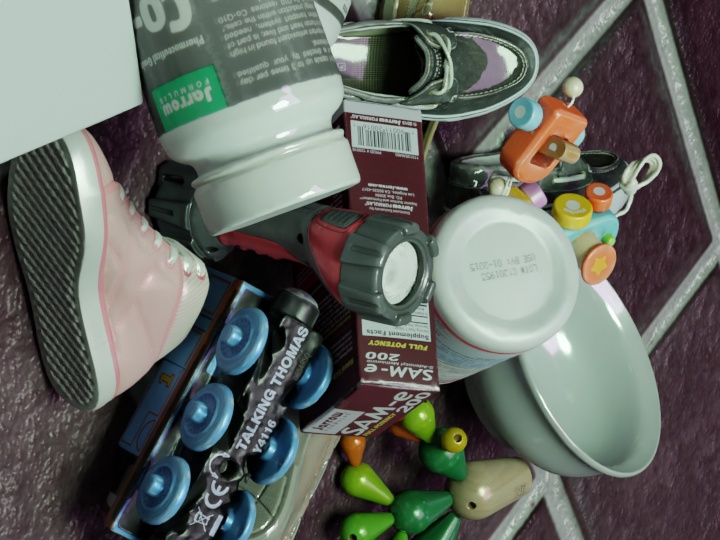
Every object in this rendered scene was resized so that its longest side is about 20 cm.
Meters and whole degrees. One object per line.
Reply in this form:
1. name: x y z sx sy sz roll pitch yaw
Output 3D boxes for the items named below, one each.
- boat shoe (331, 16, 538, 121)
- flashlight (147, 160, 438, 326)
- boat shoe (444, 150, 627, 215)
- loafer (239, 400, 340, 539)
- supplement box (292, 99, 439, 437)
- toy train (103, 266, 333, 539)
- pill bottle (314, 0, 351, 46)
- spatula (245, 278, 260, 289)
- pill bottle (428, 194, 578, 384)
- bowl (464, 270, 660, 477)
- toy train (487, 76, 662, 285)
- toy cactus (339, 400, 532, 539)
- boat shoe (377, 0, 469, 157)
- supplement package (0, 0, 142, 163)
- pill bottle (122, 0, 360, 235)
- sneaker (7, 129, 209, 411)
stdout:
1. boat shoe: 0.035 -0.135 1.436 0.200 0.071 0.072 -6 94 -18
2. flashlight: -0.046 -0.017 1.338 0.068 0.200 0.068 30 77 -50
3. boat shoe: 0.145 -0.073 1.645 0.200 0.072 0.071 -18 118 -45
4. loafer: -0.049 0.118 1.476 0.063 0.072 0.200 73 34 -52
5. supplement box: 0.000 0.000 1.406 0.061 0.109 0.200 7 67 -22
6. toy train: -0.096 0.096 1.367 0.087 0.114 0.200 31 83 -35
7. pill bottle: -0.054 -0.205 1.341 0.116 0.116 0.200 30 78 -50
8. spatula: -0.104 0.100 1.444 0.057 0.021 0.200 23 81 -57
9. pill bottle: 0.064 0.020 1.479 0.109 0.200 0.109 4 77 -19
10. bowl: 0.144 0.081 1.658 0.201 0.090 0.201 36 41 -38
11. toy train: 0.156 -0.052 1.549 0.150 0.056 0.200 -50 144 14
12. toy cactus: 0.061 0.176 1.593 0.165 0.102 0.200 -14 113 -31
13. boat shoe: 0.052 -0.154 1.517 0.072 0.076 0.200 25 81 -51
14. supplement package: -0.234 -0.140 1.145 0.200 0.111 0.156 -28 121 -43
15. pill bottle: -0.076 -0.129 1.225 0.113 0.113 0.200 -20 90 -46
16. sneaker: -0.152 -0.018 1.307 0.105 0.075 0.200 -31 131 -37
